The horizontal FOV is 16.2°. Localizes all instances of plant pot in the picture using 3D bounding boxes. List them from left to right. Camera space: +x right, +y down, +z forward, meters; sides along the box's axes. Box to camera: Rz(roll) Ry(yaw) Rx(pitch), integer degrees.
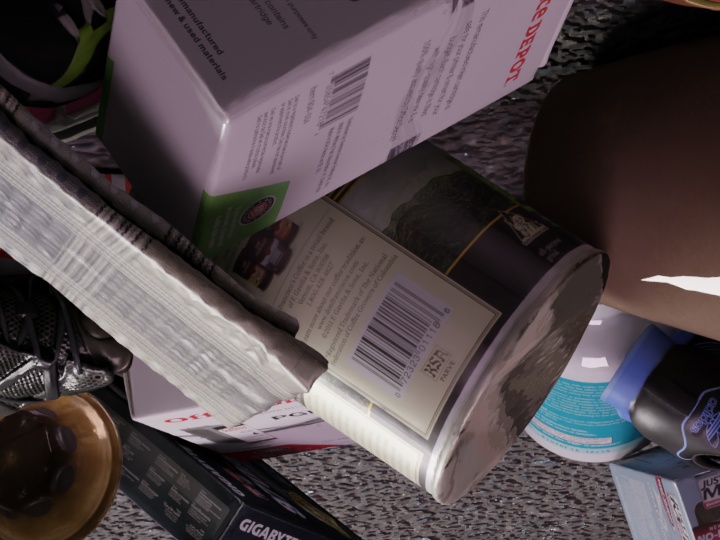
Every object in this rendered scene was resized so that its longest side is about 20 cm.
[{"bbox_3d":[0.182,-0.045,1.278,0.174,0.201,0.200,4,161,30],"label":"plant pot"}]

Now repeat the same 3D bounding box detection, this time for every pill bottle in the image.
[{"bbox_3d":[0.136,0.029,1.478,0.110,0.111,0.200,-6,156,2],"label":"pill bottle"}]

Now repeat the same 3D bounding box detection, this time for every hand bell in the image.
[{"bbox_3d":[-0.245,0.105,1.569,0.104,0.105,0.200,18,176,-39],"label":"hand bell"}]

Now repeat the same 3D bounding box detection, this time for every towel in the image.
[{"bbox_3d":[-0.105,-0.006,1.124,0.200,0.035,0.193,40,164,-6],"label":"towel"}]

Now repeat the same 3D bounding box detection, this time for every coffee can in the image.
[{"bbox_3d":[0.000,0.000,1.242,0.200,0.146,0.146,34,160,15],"label":"coffee can"}]

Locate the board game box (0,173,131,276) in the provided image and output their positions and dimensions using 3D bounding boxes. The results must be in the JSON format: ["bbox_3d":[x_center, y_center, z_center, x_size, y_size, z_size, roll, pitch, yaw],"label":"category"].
[{"bbox_3d":[-0.224,0.004,1.440,0.151,0.046,0.200,3,154,-17],"label":"board game box"}]

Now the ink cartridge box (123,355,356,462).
[{"bbox_3d":[-0.041,0.052,1.485,0.146,0.083,0.200,-11,166,14],"label":"ink cartridge box"}]

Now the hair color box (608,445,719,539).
[{"bbox_3d":[0.215,0.128,1.461,0.099,0.061,0.200,-18,180,-5],"label":"hair color box"}]

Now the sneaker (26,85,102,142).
[{"bbox_3d":[-0.172,-0.076,1.251,0.199,0.074,0.087,-16,153,34],"label":"sneaker"}]

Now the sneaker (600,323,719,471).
[{"bbox_3d":[0.185,0.074,1.370,0.070,0.078,0.200,-57,166,9],"label":"sneaker"}]

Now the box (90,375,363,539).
[{"bbox_3d":[-0.097,0.134,1.592,0.159,0.200,0.046,29,94,-49],"label":"box"}]

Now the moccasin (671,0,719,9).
[{"bbox_3d":[0.227,-0.148,1.138,0.201,0.074,0.078,3,-164,-2],"label":"moccasin"}]

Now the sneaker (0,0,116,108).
[{"bbox_3d":[-0.100,-0.130,1.120,0.083,0.072,0.200,-43,166,36],"label":"sneaker"}]

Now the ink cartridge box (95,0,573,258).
[{"bbox_3d":[-0.007,-0.106,1.103,0.200,0.084,0.146,-30,163,-22],"label":"ink cartridge box"}]

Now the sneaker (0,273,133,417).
[{"bbox_3d":[-0.193,0.023,1.346,0.114,0.076,0.199,-15,156,16],"label":"sneaker"}]
